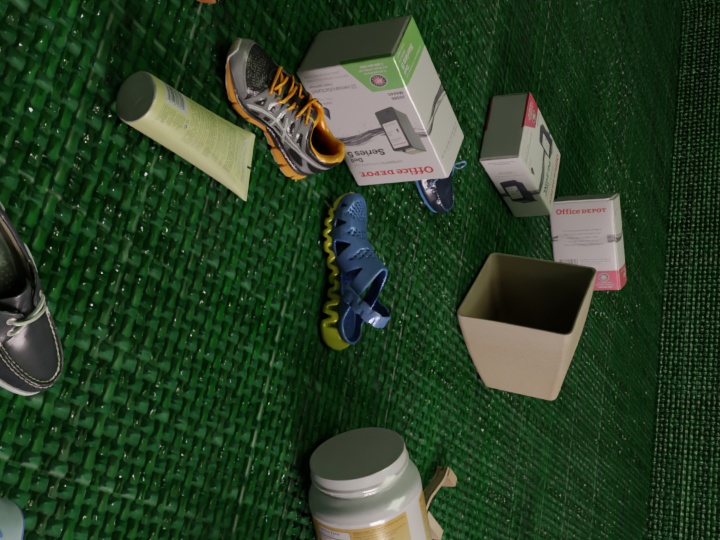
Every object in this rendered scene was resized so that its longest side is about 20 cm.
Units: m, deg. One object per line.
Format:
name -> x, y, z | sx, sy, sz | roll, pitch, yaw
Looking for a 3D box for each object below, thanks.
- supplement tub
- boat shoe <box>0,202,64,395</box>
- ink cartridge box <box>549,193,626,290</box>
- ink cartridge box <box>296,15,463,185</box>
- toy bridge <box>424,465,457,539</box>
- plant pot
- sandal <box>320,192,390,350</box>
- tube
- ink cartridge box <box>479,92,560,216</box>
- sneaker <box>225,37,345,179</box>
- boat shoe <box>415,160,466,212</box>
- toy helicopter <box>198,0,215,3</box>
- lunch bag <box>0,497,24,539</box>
supplement tub -> 0.014, 0.314, 1.097 | 0.144, 0.142, 0.204 | -36, 119, -54
boat shoe -> -0.281, 0.017, 0.681 | 0.076, 0.059, 0.202 | -59, 137, -42
ink cartridge box -> 0.504, -0.063, 1.950 | 0.082, 0.144, 0.204 | -28, 113, -57
ink cartridge box -> 0.030, -0.212, 1.141 | 0.201, 0.143, 0.085 | 58, 43, -40
toy bridge -> 0.103, 0.391, 1.360 | 0.068, 0.027, 0.202 | 58, 42, -38
plant pot -> 0.298, 0.108, 1.564 | 0.201, 0.196, 0.180 | -52, 143, -46
sandal -> 0.000, 0.000, 1.142 | 0.079, 0.086, 0.205 | 3, 84, -57
tube -> -0.167, -0.137, 0.902 | 0.058, 0.052, 0.199 | -48, 151, 9
ink cartridge box -> 0.307, -0.215, 1.677 | 0.200, 0.083, 0.147 | 46, 52, -49
sneaker -> -0.084, -0.188, 1.012 | 0.201, 0.076, 0.079 | 52, 48, -44
boat shoe -> 0.117, -0.179, 1.363 | 0.085, 0.067, 0.203 | -56, 135, -44
toy helicopter -> -0.190, -0.328, 0.861 | 0.198, 0.078, 0.135 | -22, 117, -47
lunch bag -> -0.297, 0.194, 0.510 | 0.082, 0.197, 0.164 | 42, 55, -50
